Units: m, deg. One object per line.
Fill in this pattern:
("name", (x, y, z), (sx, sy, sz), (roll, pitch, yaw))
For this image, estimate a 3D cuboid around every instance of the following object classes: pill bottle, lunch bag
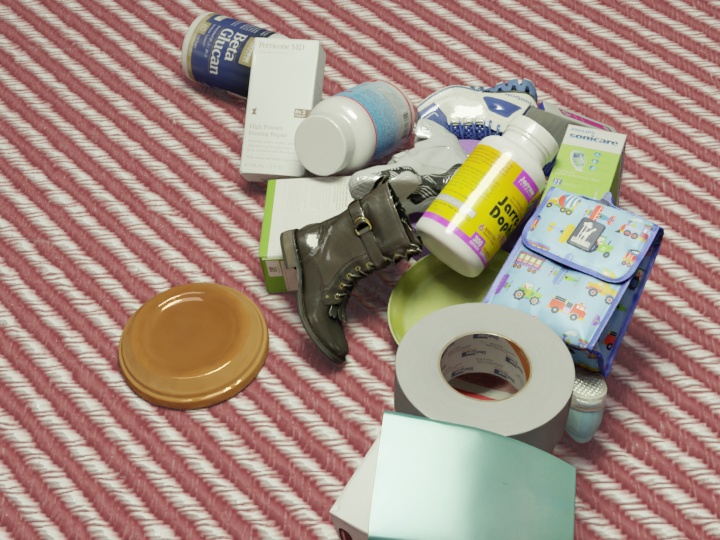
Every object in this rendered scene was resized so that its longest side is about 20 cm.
("pill bottle", (-0.166, -0.317, 1.990), (0.198, 0.112, 0.111), (21, 53, 22))
("pill bottle", (-0.010, -0.199, 1.829), (0.108, 0.110, 0.200), (20, 26, 21))
("lunch bag", (0.260, -0.001, 1.544), (0.149, 0.094, 0.202), (21, 75, 30))
("pill bottle", (0.166, -0.098, 1.653), (0.104, 0.104, 0.201), (33, 80, 29))

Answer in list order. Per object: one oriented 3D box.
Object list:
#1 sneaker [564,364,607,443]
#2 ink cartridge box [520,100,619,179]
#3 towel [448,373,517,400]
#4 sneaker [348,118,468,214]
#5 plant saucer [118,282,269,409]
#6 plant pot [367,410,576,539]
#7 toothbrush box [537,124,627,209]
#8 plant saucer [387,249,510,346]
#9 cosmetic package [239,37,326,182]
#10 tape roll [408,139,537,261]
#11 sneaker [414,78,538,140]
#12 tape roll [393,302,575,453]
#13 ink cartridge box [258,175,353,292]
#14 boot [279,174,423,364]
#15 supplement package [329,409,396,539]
("sneaker", (0.252, 0.138, 1.584), (0.073, 0.083, 0.201), (7, 24, 0))
("ink cartridge box", (0.264, -0.173, 1.771), (0.198, 0.095, 0.037), (11, 37, -41))
("towel", (0.123, 0.186, 1.579), (0.142, 0.023, 0.201), (12, 51, 16))
("sneaker", (0.065, -0.137, 1.725), (0.197, 0.076, 0.116), (-2, 50, -25))
("plant saucer", (-0.218, 0.088, 1.683), (0.197, 0.038, 0.202), (-2, 49, 3))
("plant pot", (0.112, 0.246, 1.302), (0.197, 0.142, 0.143), (6, 56, 5))
("toothbrush box", (0.286, -0.068, 1.710), (0.085, 0.147, 0.201), (13, 51, 17))
("plant saucer", (0.134, 0.054, 1.654), (0.197, 0.031, 0.202), (-7, 51, 8))
("cosmetic package", (-0.111, -0.229, 1.871), (0.100, 0.074, 0.203), (4, 84, 8))
("tape roll", (0.145, -0.089, 1.795), (0.197, 0.066, 0.202), (-2, 48, 2))
("sneaker", (0.183, -0.212, 1.890), (0.197, 0.081, 0.116), (-14, 46, -10))
("tape roll", (0.135, 0.128, 1.437), (0.197, 0.067, 0.202), (0, 43, 0))
("ink cartridge box", (-0.030, -0.052, 1.760), (0.197, 0.076, 0.149), (-2, 48, 6))
("boot", (0.000, 0.000, 1.637), (0.172, 0.069, 0.202), (-21, 87, 15))
("supplement package", (0.093, 0.274, 1.432), (0.198, 0.111, 0.156), (24, 62, 24))
